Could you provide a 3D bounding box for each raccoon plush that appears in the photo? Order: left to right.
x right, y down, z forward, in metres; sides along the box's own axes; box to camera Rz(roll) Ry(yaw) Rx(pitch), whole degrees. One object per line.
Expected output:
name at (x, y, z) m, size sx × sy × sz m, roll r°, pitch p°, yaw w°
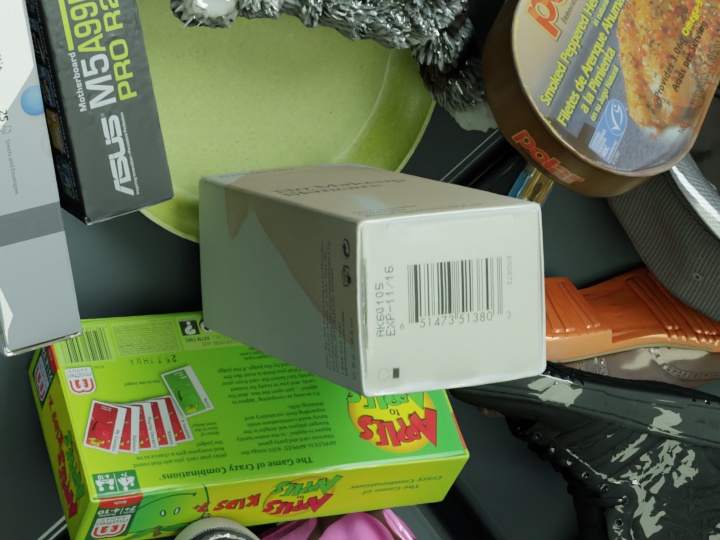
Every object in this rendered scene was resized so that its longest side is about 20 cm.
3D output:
raccoon plush at (-0.014, -0.117, 1.136) m, size 0.133 × 0.097 × 0.201 m, roll -31°, pitch 115°, yaw -6°

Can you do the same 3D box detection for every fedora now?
fedora at (0.200, -0.038, 1.269) m, size 0.199 × 0.178 × 0.090 m, roll 30°, pitch 133°, yaw -19°

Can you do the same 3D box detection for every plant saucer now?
plant saucer at (-0.052, -0.111, 1.183) m, size 0.198 × 0.031 × 0.202 m, roll -7°, pitch 107°, yaw -23°

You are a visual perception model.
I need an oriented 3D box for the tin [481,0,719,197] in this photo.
tin at (0.126, -0.123, 1.169) m, size 0.112 × 0.042 × 0.201 m, roll 39°, pitch 53°, yaw -15°

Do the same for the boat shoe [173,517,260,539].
boat shoe at (-0.014, 0.198, 1.163) m, size 0.200 × 0.063 × 0.073 m, roll 42°, pitch 88°, yaw -24°

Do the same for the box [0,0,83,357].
box at (-0.182, -0.079, 1.060) m, size 0.041 × 0.156 × 0.202 m, roll -17°, pitch 110°, yaw -23°

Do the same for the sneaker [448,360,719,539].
sneaker at (0.130, 0.108, 1.236) m, size 0.198 × 0.060 × 0.105 m, roll 11°, pitch 97°, yaw -17°

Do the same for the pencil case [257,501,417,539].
pencil case at (-0.059, 0.189, 1.228) m, size 0.199 × 0.091 × 0.094 m, roll -34°, pitch 99°, yaw -11°

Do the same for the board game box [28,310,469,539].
board game box at (-0.056, 0.072, 1.188) m, size 0.198 × 0.102 × 0.048 m, roll -5°, pitch 147°, yaw -24°

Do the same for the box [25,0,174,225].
box at (-0.147, -0.135, 1.059) m, size 0.044 × 0.160 × 0.202 m, roll -17°, pitch 111°, yaw -21°

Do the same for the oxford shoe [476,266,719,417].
oxford shoe at (0.151, 0.046, 1.310) m, size 0.198 × 0.071 × 0.073 m, roll 1°, pitch 123°, yaw -21°

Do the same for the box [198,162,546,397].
box at (0.000, 0.000, 1.104) m, size 0.094 × 0.200 × 0.078 m, roll -7°, pitch 100°, yaw -25°

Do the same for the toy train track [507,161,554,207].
toy train track at (0.101, -0.082, 1.260) m, size 0.114 × 0.032 × 0.201 m, roll 18°, pitch 103°, yaw -53°
